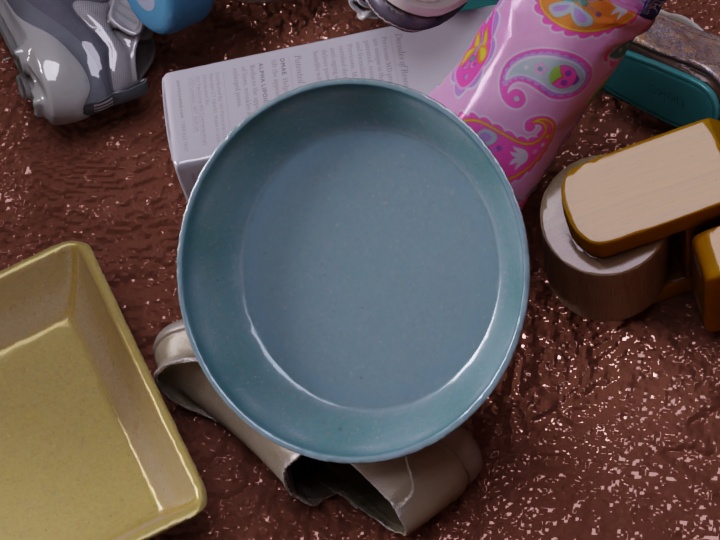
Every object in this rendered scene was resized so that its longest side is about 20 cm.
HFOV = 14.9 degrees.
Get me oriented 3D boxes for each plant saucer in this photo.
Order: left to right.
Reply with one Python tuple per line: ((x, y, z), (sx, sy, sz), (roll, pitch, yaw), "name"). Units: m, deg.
((-0.204, 0.107, 1.542), (0.199, 0.049, 0.200), (-25, 58, -5), "plant saucer")
((0.000, 0.000, 1.449), (0.199, 0.036, 0.201), (0, 91, 22), "plant saucer")

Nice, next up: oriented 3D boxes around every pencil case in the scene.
((0.081, -0.086, 1.475), (0.087, 0.087, 0.200), (45, 111, 29), "pencil case")

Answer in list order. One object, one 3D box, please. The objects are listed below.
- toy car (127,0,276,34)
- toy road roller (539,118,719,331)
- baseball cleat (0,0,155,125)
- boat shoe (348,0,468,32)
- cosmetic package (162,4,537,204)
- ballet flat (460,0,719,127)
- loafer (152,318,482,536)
((-0.081, -0.277, 1.630), (0.184, 0.200, 0.177), (-29, 56, -28), "toy car")
((0.206, -0.001, 1.485), (0.199, 0.123, 0.147), (-17, 69, 1), "toy road roller")
((-0.186, -0.173, 1.705), (0.106, 0.070, 0.200), (-17, 61, -15), "baseball cleat")
((0.025, -0.168, 1.583), (0.072, 0.063, 0.200), (24, 24, -9), "boat shoe")
((-0.006, -0.079, 1.582), (0.199, 0.102, 0.074), (-12, 57, 2), "cosmetic package")
((0.143, -0.139, 1.618), (0.200, 0.068, 0.067), (29, 50, 19), "ballet flat")
((-0.033, 0.085, 1.504), (0.199, 0.076, 0.068), (20, 59, 21), "loafer")
